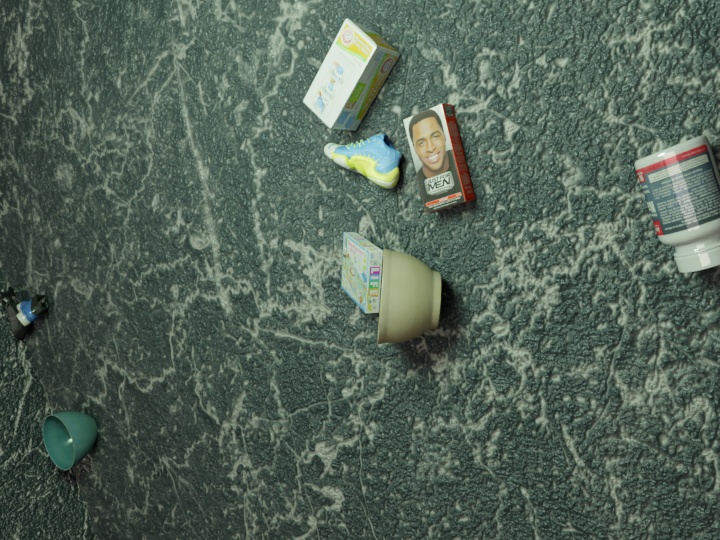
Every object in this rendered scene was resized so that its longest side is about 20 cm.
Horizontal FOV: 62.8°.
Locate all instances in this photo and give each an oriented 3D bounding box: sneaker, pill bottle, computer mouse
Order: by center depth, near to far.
[{"bbox_3d":[0.550,-0.108,0.991,0.117,0.118,0.206,-19,89,33],"label":"pill bottle"},{"bbox_3d":[0.013,-0.270,1.343,0.196,0.075,0.108,29,102,17],"label":"sneaker"},{"bbox_3d":[-1.233,0.138,2.233,0.078,0.110,0.199,59,162,-21],"label":"sneaker"},{"bbox_3d":[-1.326,0.170,2.285,0.138,0.051,0.207,-139,39,-69],"label":"computer mouse"}]

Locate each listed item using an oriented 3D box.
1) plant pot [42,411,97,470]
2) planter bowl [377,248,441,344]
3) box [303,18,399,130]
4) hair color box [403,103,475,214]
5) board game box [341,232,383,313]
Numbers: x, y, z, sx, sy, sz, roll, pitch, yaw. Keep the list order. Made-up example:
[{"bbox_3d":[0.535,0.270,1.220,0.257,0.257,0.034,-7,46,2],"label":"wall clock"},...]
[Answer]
[{"bbox_3d":[-1.048,0.604,2.164,0.195,0.134,0.208,7,103,31],"label":"plant pot"},{"bbox_3d":[0.107,0.060,1.285,0.130,0.201,0.208,3,104,2],"label":"planter bowl"},{"bbox_3d":[-0.020,-0.425,1.299,0.101,0.111,0.202,44,119,18],"label":"box"},{"bbox_3d":[0.166,-0.234,1.248,0.099,0.061,0.207,-14,91,35],"label":"hair color box"},{"bbox_3d":[0.000,0.000,1.348,0.200,0.033,0.139,-139,50,-67],"label":"board game box"}]
